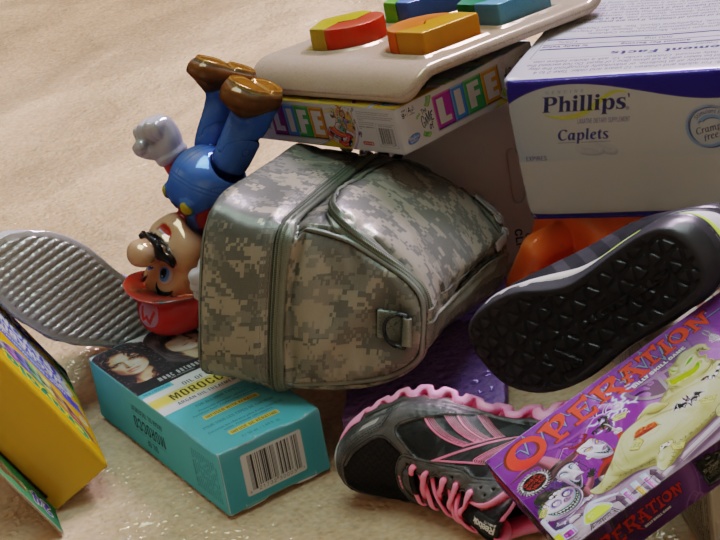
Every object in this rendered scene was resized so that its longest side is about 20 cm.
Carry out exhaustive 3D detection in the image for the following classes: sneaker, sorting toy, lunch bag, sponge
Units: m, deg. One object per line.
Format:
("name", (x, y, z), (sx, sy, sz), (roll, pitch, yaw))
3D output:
("sneaker", (0.072, 0.128, 1.155), (0.199, 0.079, 0.096), (-2, 37, 20))
("sneaker", (-0.220, 0.019, 1.413), (0.200, 0.073, 0.114), (27, -8, -39))
("sneaker", (0.158, 0.015, 1.150), (0.200, 0.072, 0.083), (-26, 6, 39))
("sorting toy", (0.045, -0.176, 1.343), (0.200, 0.037, 0.185), (-30, 25, -33))
("lunch bag", (0.000, 0.000, 1.289), (0.167, 0.140, 0.200), (13, 21, 18))
("sponge", (0.051, 0.063, 1.340), (0.111, 0.030, 0.200), (-6, 25, 8))

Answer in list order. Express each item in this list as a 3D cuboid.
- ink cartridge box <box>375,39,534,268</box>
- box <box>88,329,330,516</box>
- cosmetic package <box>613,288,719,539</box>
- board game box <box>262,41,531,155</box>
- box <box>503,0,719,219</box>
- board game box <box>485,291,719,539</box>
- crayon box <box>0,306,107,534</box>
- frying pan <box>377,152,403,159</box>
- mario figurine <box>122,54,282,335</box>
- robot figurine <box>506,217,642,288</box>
("ink cartridge box", (0.088, -0.092, 1.486), (0.144, 0.146, 0.200), (-11, 15, -3))
("box", (-0.108, 0.098, 1.303), (0.082, 0.049, 0.200), (-23, 28, -26))
("cosmetic package", (0.222, 0.084, 1.143), (0.087, 0.104, 0.200), (-13, 27, -4))
("board game box", (0.012, -0.130, 1.353), (0.134, 0.034, 0.200), (-29, 24, -33))
("box", (0.219, -0.121, 1.299), (0.183, 0.105, 0.200), (-1, 24, 23))
("board game box", (0.175, 0.080, 1.035), (0.200, 0.032, 0.120), (-36, 21, -5))
("crayon box", (-0.243, 0.082, 1.293), (0.052, 0.126, 0.200), (-40, 29, 0))
("frying pan", (-0.012, -0.056, 1.434), (0.031, 0.191, 0.115), (-24, 50, -39))
("mario figurine", (-0.126, -0.048, 1.334), (0.105, 0.201, 0.124), (16, 14, -2))
("robot figurine", (0.204, -0.016, 1.349), (0.199, 0.117, 0.144), (-22, 24, -25))
